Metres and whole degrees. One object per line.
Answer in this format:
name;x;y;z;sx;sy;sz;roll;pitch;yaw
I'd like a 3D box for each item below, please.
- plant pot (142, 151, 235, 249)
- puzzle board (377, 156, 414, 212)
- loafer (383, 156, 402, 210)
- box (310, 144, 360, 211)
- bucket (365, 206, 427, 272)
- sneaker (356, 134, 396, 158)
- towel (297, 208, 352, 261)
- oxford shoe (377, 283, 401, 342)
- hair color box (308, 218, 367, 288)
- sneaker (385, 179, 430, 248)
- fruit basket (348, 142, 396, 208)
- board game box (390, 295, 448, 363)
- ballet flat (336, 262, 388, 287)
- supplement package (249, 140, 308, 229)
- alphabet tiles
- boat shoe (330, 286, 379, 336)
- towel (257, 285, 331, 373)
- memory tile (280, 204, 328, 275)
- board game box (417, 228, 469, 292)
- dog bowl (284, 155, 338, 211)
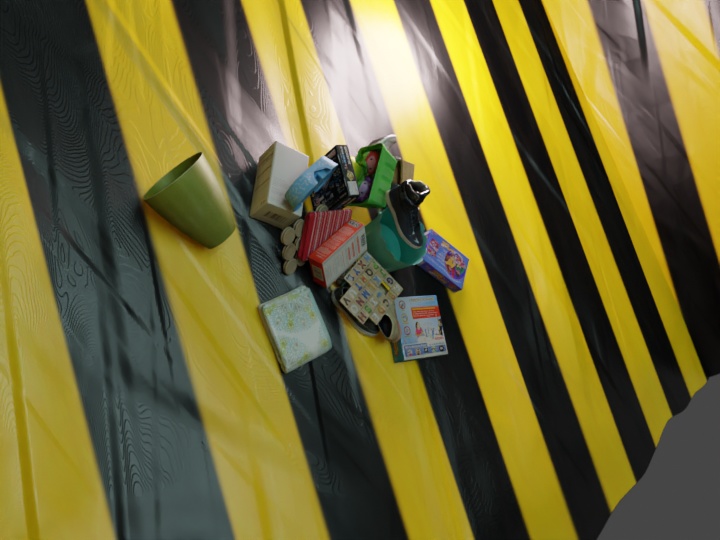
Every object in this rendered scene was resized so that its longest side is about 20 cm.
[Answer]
plant pot;-0.416;-0.162;1.431;0.202;0.184;0.189;55;49;-27
puzzle board;0.122;-0.287;1.941;0.148;0.017;0.205;10;84;-39
loafer;0.109;-0.279;1.873;0.072;0.072;0.205;-7;94;-38
box;-0.088;-0.259;1.682;0.045;0.199;0.163;-7;77;-36
bucket;0.104;-0.097;1.813;0.204;0.134;0.212;13;67;-33
sneaker;0.062;-0.406;1.946;0.200;0.074;0.083;-42;115;-33
towel;-0.103;-0.109;1.656;0.198;0.022;0.148;-13;123;-52
oxford shoe;0.072;0.121;1.727;0.203;0.070;0.074;67;15;19
hair color box;-0.064;-0.053;1.673;0.200;0.060;0.103;-43;143;-32
sneaker;0.167;-0.176;1.709;0.076;0.145;0.206;-29;92;-40
fruit basket;-0.004;-0.310;1.788;0.212;0.154;0.222;-2;93;-37
board game box;0.180;0.188;1.820;0.197;0.056;0.201;0;74;-37
ballet flat;0.000;0.000;1.750;0.197;0.068;0.076;-10;64;-37
supplement package;-0.234;-0.245;1.618;0.115;0.116;0.205;19;63;-31
alphabet tiles;0.024;0.061;1.689;0.167;0.008;0.201;45;54;-5
boat shoe;-0.007;0.126;1.698;0.200;0.056;0.069;44;53;-17
towel;-0.181;0.159;1.562;0.169;0.048;0.204;-22;88;-37
memory tile;-0.159;-0.092;1.627;0.199;0.017;0.156;-39;142;-40
board game box;0.294;-0.034;1.993;0.198;0.044;0.137;36;56;-22
dog bowl;-0.139;-0.246;1.553;0.049;0.111;0.201;42;51;-3
